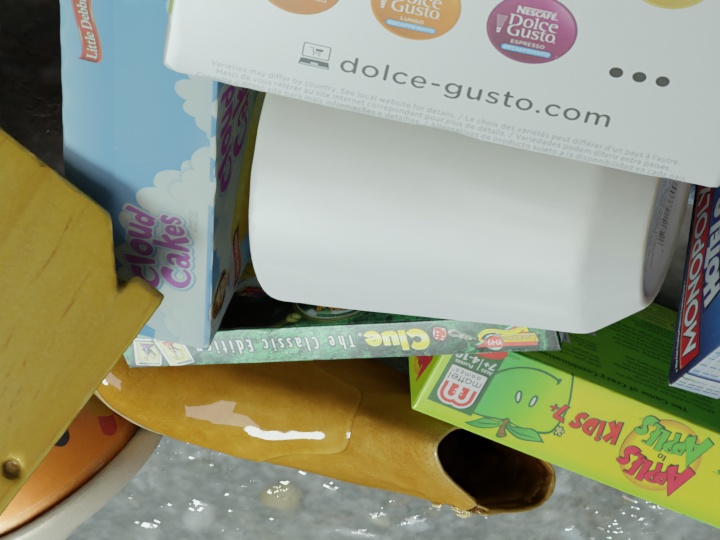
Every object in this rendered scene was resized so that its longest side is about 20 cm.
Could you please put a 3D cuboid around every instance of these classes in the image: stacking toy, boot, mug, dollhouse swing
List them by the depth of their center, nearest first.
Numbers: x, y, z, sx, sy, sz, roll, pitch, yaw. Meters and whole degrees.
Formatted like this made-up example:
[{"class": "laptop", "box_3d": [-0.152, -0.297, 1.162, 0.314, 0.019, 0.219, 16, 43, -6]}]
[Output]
[{"class": "mug", "box_3d": [0.052, -0.057, 0.986, 0.152, 0.150, 0.187, 15, 133, 16]}, {"class": "dollhouse swing", "box_3d": [-0.213, 0.007, 1.066, 0.200, 0.176, 0.182, 38, 88, -7]}, {"class": "boot", "box_3d": [-0.014, 0.062, 1.140, 0.201, 0.071, 0.144, 18, 177, -39]}, {"class": "stacking toy", "box_3d": [-0.196, 0.030, 1.177, 0.146, 0.146, 0.200, -21, 114, 28]}]

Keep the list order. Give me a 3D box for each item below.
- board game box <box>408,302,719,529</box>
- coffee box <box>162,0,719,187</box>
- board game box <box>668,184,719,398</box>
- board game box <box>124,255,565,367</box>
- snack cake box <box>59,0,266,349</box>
[{"class": "board game box", "box_3d": [0.120, 0.054, 1.140, 0.199, 0.102, 0.048, 22, 118, -13]}, {"class": "coffee box", "box_3d": [0.053, -0.183, 0.839, 0.199, 0.201, 0.198, 11, 136, -3]}, {"class": "board game box", "box_3d": [0.182, -0.050, 0.992, 0.061, 0.201, 0.200, 19, 150, -12]}, {"class": "board game box", "box_3d": [0.000, 0.000, 1.096, 0.199, 0.105, 0.024, -2, 124, 20]}, {"class": "snack cake box", "box_3d": [-0.074, -0.078, 1.028, 0.067, 0.115, 0.201, 13, 138, 7]}]
